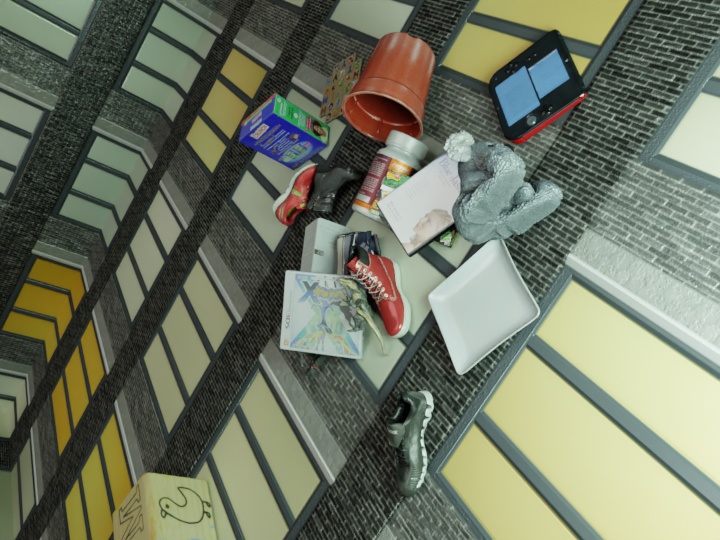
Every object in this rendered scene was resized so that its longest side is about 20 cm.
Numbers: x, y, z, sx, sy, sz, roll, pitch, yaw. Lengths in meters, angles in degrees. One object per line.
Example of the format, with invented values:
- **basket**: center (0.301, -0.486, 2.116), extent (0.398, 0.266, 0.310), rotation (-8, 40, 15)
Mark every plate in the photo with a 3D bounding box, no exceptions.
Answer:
- **plate**: center (0.230, 0.066, 1.229), extent (0.199, 0.032, 0.201), rotation (-43, 43, 27)

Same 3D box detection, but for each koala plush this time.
- **koala plush**: center (0.236, -0.170, 1.224), extent (0.184, 0.177, 0.201), rotation (-43, 41, 27)

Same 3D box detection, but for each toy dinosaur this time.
- **toy dinosaur**: center (0.000, 0.091, 1.391), extent (0.047, 0.088, 0.201), rotation (-33, 72, 25)

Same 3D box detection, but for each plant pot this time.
- **plant pot**: center (0.082, -0.438, 1.552), extent (0.200, 0.200, 0.197), rotation (-2, 62, 50)

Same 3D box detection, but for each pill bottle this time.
- **pill bottle**: center (0.071, -0.207, 1.495), extent (0.114, 0.114, 0.201), rotation (29, 96, 52)

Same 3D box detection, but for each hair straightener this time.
- **hair straightener**: center (-0.082, 0.173, 1.558), extent (0.201, 0.041, 0.077), rotation (-55, 38, 22)

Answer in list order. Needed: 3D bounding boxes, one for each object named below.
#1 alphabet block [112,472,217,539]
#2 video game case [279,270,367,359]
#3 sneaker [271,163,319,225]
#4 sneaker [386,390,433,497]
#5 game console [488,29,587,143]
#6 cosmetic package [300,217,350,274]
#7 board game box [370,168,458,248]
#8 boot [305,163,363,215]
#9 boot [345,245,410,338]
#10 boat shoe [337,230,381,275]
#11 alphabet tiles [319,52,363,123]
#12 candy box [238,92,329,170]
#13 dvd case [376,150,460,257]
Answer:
- **alphabet block**: center (-0.507, 0.671, 1.688), extent (0.197, 0.195, 0.201), rotation (-48, 42, 20)
- **video game case**: center (-0.085, 0.098, 1.486), extent (0.198, 0.022, 0.184), rotation (5, 91, 18)
- **sneaker**: center (-0.163, -0.208, 1.832), extent (0.200, 0.077, 0.085), rotation (-51, 60, 21)
- **sneaker**: center (0.082, 0.319, 1.232), extent (0.066, 0.090, 0.202), rotation (-9, 65, 49)
- **game console**: center (0.346, -0.366, 1.309), extent (0.177, 0.031, 0.201), rotation (-36, 48, 35)
- **cosmetic package**: center (-0.087, -0.015, 1.594), extent (0.074, 0.101, 0.202), rotation (-30, 51, 52)
- **board game box**: center (0.125, -0.134, 1.392), extent (0.199, 0.023, 0.105), rotation (25, 90, 24)
- **boot**: center (-0.068, -0.207, 1.717), extent (0.200, 0.069, 0.133), rotation (10, 86, 60)
- **boot**: center (0.030, 0.044, 1.393), extent (0.072, 0.144, 0.201), rotation (-37, 48, 31)
- **boat shoe**: center (0.000, 0.000, 1.515), extent (0.092, 0.075, 0.202), rotation (-14, 71, 28)
- **alphabet tiles**: center (-0.058, -0.530, 1.904), extent (0.166, 0.006, 0.202), rotation (-13, 62, 46)
- **candy box**: center (-0.217, -0.390, 1.866), extent (0.168, 0.199, 0.078), rotation (-25, 53, 40)
- **dvd case**: center (0.146, -0.141, 1.362), extent (0.199, 0.018, 0.143), rotation (-35, 69, 13)
